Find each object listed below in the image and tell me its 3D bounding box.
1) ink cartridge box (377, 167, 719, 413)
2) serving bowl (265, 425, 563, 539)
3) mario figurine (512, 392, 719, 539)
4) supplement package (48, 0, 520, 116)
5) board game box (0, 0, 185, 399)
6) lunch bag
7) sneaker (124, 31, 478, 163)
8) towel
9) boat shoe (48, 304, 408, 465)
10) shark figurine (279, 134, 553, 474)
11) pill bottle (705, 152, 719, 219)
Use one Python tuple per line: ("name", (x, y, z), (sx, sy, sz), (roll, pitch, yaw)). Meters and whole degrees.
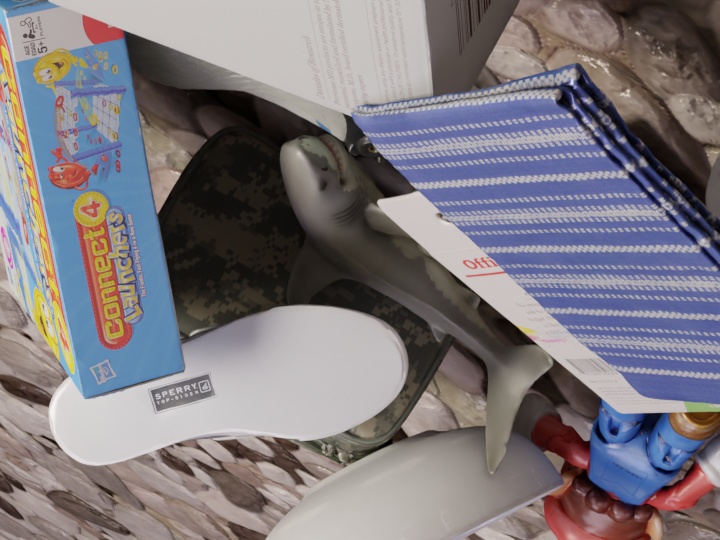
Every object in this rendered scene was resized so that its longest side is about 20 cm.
("ink cartridge box", (0.118, -0.008, 0.885), (0.200, 0.068, 0.117), (39, 155, -26))
("serving bowl", (0.020, 0.143, 1.045), (0.066, 0.198, 0.200), (64, 158, 10))
("mario figurine", (0.166, 0.099, 1.072), (0.124, 0.105, 0.201), (58, 155, 24))
("supplement package", (-0.034, -0.157, 0.721), (0.198, 0.118, 0.118), (22, 156, 18))
("board game box", (-0.160, -0.061, 0.926), (0.196, 0.055, 0.202), (-143, 42, -63))
("lunch bag", (-0.043, 0.027, 1.080), (0.199, 0.140, 0.168), (30, 167, -2))
("sneaker", (-0.025, -0.111, 0.881), (0.198, 0.073, 0.072), (18, 145, -6))
("towel", (0.101, -0.008, 0.696), (0.200, 0.024, 0.144), (42, 159, -25))
("boat shoe", (-0.068, 0.061, 0.953), (0.198, 0.073, 0.068), (-15, -177, 11))
("shark figurine", (0.009, 0.009, 0.972), (0.215, 0.089, 0.128), (46, -179, -21))
("pill bottle", (0.243, 0.001, 0.709), (0.199, 0.114, 0.113), (38, 156, -14))
